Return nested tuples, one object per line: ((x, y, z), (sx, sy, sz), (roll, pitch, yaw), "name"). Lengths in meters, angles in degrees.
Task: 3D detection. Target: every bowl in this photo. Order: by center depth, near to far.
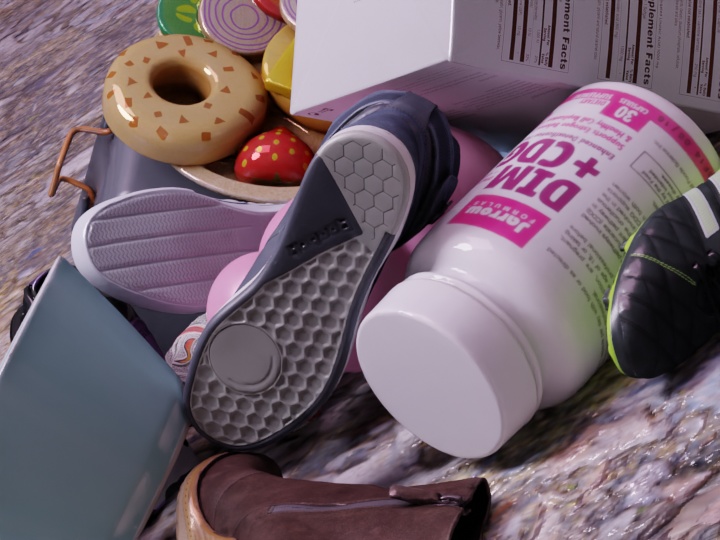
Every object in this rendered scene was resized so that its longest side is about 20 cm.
((-0.162, 0.105, 1.574), (0.201, 0.105, 0.201), (-61, 6, 12), "bowl")

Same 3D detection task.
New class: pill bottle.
((0.095, 0.000, 1.533), (0.200, 0.113, 0.113), (-44, 19, -33), "pill bottle")

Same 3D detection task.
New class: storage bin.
((-0.131, -0.026, 1.889), (0.134, 0.145, 0.200), (-79, 8, -50), "storage bin")

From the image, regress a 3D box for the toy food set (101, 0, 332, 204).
((-0.045, -0.122, 1.818), (0.200, 0.049, 0.198), (19, 54, 18), "toy food set")

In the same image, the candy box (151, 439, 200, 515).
((-0.219, 0.156, 1.746), (0.168, 0.072, 0.200), (-15, 23, 45), "candy box")

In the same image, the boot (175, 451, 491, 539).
((-0.012, 0.132, 1.482), (0.166, 0.072, 0.200), (-14, 16, 14), "boot")

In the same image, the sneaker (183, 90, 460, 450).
((-0.016, -0.005, 1.570), (0.202, 0.077, 0.146), (-58, 0, 23), "sneaker")

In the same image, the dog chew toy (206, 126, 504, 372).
((0.000, 0.000, 1.663), (0.200, 0.125, 0.124), (-29, 13, -23), "dog chew toy")

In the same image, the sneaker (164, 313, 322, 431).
((-0.077, 0.071, 1.752), (0.082, 0.078, 0.200), (-42, 10, 3), "sneaker")

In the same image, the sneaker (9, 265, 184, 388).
((-0.165, 0.027, 1.735), (0.076, 0.088, 0.200), (-33, 23, -16), "sneaker")

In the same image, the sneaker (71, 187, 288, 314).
((-0.089, -0.007, 1.714), (0.200, 0.073, 0.071), (2, -12, -38), "sneaker")

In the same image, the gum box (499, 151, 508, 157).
((0.028, -0.021, 1.847), (0.170, 0.045, 0.200), (-33, 15, 0), "gum box")

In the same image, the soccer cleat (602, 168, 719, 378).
((0.194, -0.016, 1.489), (0.081, 0.068, 0.200), (3, 36, 43), "soccer cleat")

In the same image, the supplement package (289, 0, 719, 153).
((0.093, -0.156, 1.680), (0.200, 0.147, 0.191), (8, -10, -28), "supplement package")
